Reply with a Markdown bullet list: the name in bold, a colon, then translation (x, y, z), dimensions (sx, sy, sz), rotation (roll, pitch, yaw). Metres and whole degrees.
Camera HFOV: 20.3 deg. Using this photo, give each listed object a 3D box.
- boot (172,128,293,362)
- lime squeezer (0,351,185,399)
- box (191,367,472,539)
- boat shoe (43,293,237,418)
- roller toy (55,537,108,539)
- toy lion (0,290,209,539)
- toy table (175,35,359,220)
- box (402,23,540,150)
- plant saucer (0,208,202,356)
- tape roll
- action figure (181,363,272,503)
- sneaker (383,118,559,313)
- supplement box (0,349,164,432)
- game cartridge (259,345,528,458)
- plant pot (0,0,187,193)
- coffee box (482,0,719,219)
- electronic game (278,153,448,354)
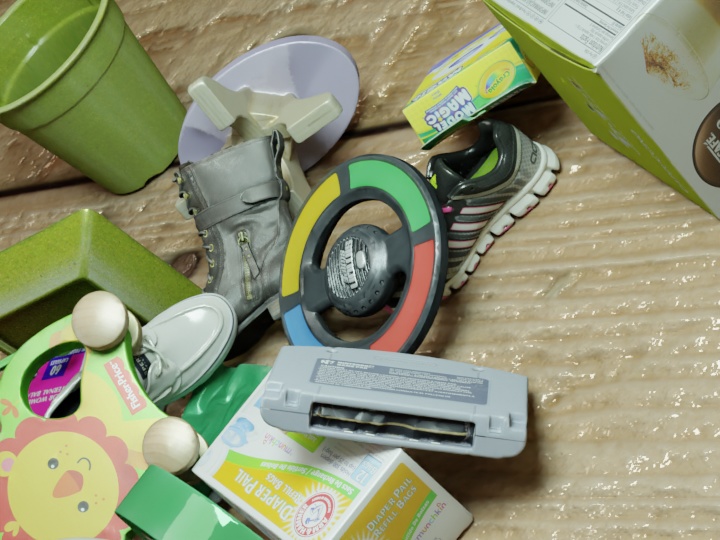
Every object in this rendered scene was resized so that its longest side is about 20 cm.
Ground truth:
- **boot**: translation (-0.129, -0.017, 1.830), dimensions (0.199, 0.069, 0.175), rotation (-28, 78, 8)
- **lime squeezer**: translation (-0.252, 0.077, 1.798), dimensions (0.199, 0.038, 0.071), rotation (2, 86, 3)
- **box**: translation (-0.025, 0.175, 1.580), dimensions (0.113, 0.101, 0.200), rotation (-51, 36, -9)
- **boat shoe**: translation (-0.192, 0.086, 1.740), dimensions (0.199, 0.072, 0.066), rotation (-32, -9, -7)
- **roller toy**: translation (-0.220, 0.306, 1.576), dimensions (0.200, 0.182, 0.140), rotation (-35, 35, 14)
- **toy lion**: translation (-0.235, 0.147, 1.658), dimensions (0.191, 0.069, 0.201), rotation (-31, 73, -2)
- **toy table**: translation (-0.092, -0.129, 1.903), dimensions (0.200, 0.184, 0.117), rotation (-45, 17, 20)
- **box**: translation (0.104, -0.169, 1.770), dimensions (0.117, 0.048, 0.200), rotation (-32, 12, 18)
- **plant saucer**: translation (-0.262, 0.045, 1.872), dimensions (0.199, 0.200, 0.048), rotation (-25, 48, 26)
- **tape roll**: translation (-0.093, 0.224, 1.514), dimensions (0.048, 0.200, 0.200), rotation (-52, 36, -12)
- **action figure**: translation (-0.136, 0.171, 1.738), dimensions (0.118, 0.055, 0.201), rotation (-3, 49, 41)
- **sneaker**: translation (0.075, -0.052, 1.718), dimensions (0.200, 0.087, 0.074), rotation (-45, 35, 1)
- **supplement box**: translation (-0.267, 0.179, 1.823), dimensions (0.101, 0.103, 0.201), rotation (-13, 48, 36)
- **game cartridge**: translation (0.029, 0.097, 1.540), dimensions (0.199, 0.041, 0.133), rotation (7, 19, 4)
- **plant pot**: translation (-0.282, -0.185, 2.124), dimensions (0.199, 0.190, 0.201), rotation (-27, 40, 25)
- **coffee box**: translation (0.251, -0.199, 1.591), dimensions (0.198, 0.200, 0.200), rotation (-46, 36, 0)
- **electronic game**: translation (0.000, 0.000, 1.704), dimensions (0.199, 0.041, 0.201), rotation (-15, 69, 44)
